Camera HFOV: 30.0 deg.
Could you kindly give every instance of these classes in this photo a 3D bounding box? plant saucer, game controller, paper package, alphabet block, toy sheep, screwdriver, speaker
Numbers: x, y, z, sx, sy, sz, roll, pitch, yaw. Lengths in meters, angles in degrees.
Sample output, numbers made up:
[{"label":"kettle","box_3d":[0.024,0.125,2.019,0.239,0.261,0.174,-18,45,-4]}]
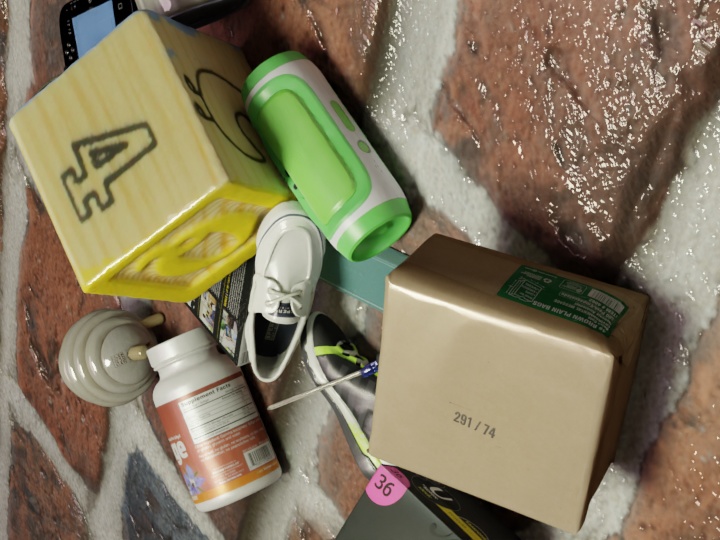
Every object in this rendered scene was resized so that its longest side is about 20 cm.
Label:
[{"label":"plant saucer","box_3d":[0.000,0.000,1.345,0.199,0.019,0.071,25,126,44]},{"label":"game controller","box_3d":[-0.307,-0.279,1.592,0.199,0.042,0.106,-5,103,53]},{"label":"paper package","box_3d":[0.116,0.088,1.104,0.198,0.103,0.193,19,125,21]},{"label":"alphabet block","box_3d":[-0.193,-0.105,1.333,0.195,0.195,0.202,-35,72,21]},{"label":"toy sheep","box_3d":[-0.316,0.110,1.724,0.199,0.137,0.140,-22,89,55]},{"label":"screwdriver","box_3d":[-0.010,0.109,1.330,0.199,0.028,0.029,-29,99,26]},{"label":"speaker","box_3d":[-0.033,-0.109,1.277,0.201,0.088,0.089,56,143,17]}]

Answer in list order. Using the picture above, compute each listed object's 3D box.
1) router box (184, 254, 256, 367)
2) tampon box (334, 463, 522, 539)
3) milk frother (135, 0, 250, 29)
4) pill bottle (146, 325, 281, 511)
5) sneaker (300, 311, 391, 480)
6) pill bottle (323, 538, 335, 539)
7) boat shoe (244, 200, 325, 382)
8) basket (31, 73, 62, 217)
[{"label":"router box","box_3d":[-0.146,-0.016,1.501,0.149,0.051,0.202,45,138,32]},{"label":"tampon box","box_3d":[0.048,0.311,1.273,0.149,0.126,0.202,37,102,35]},{"label":"milk frother","box_3d":[-0.206,-0.335,1.296,0.180,0.199,0.190,-18,93,51]},{"label":"pill bottle","box_3d":[-0.178,0.172,1.589,0.112,0.111,0.202,-26,86,55]},{"label":"sneaker","box_3d":[0.013,0.120,1.367,0.082,0.071,0.202,-35,76,25]},{"label":"pill bottle","box_3d":[0.014,0.379,1.436,0.199,0.112,0.114,25,126,44]},{"label":"boat shoe","box_3d":[-0.074,0.026,1.331,0.066,0.072,0.202,-97,13,-50]},{"label":"basket","box_3d":[-0.312,-0.130,1.585,0.200,0.178,0.138,130,133,-60]}]
